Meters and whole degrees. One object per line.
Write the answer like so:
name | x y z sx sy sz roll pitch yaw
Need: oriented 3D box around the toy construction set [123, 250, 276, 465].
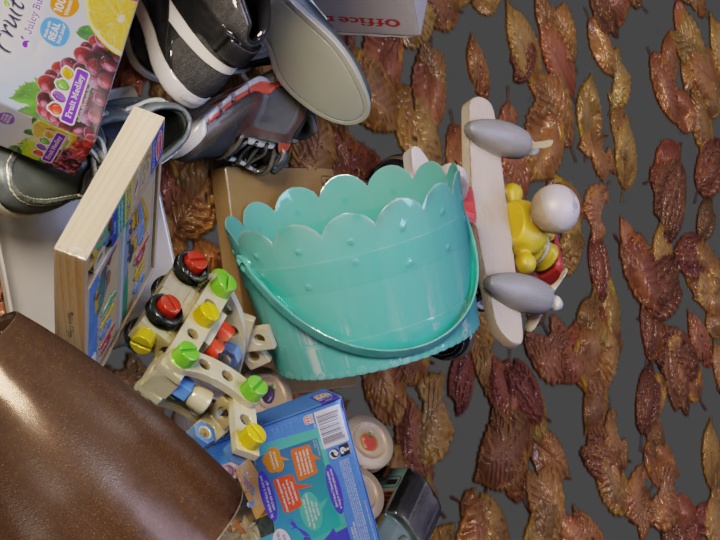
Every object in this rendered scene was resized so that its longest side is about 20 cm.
toy construction set | -0.115 0.063 1.624 0.131 0.092 0.200 39 21 -9

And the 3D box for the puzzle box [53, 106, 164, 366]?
puzzle box | -0.180 -0.009 1.511 0.200 0.025 0.133 102 10 -58

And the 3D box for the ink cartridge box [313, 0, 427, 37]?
ink cartridge box | -0.023 -0.290 1.792 0.200 0.145 0.084 75 23 -60

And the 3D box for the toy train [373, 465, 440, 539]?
toy train | -0.011 0.246 1.786 0.085 0.114 0.200 60 39 -28

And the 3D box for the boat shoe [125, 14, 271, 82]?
boat shoe | -0.119 -0.196 1.764 0.200 0.060 0.074 -6 89 -56

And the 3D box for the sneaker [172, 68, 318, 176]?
sneaker | -0.089 -0.117 1.767 0.200 0.077 0.082 -34 100 -53

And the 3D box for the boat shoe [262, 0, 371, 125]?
boat shoe | -0.052 -0.208 1.747 0.200 0.073 0.062 48 41 -22

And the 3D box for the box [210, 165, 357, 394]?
box | -0.065 0.009 1.836 0.163 0.021 0.200 -3 86 -56

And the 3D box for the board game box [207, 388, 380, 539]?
board game box | -0.092 0.197 1.644 0.200 0.045 0.152 -18 102 -19

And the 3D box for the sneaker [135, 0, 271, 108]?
sneaker | -0.130 -0.237 1.659 0.073 0.112 0.200 11 50 -58

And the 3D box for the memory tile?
memory tile | -0.066 0.156 1.722 0.200 0.017 0.153 25 54 -19

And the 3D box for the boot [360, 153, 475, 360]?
boot | 0.037 -0.004 1.920 0.151 0.073 0.200 -22 98 -68

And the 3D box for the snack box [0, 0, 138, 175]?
snack box | -0.240 -0.183 1.519 0.142 0.053 0.200 21 53 -14

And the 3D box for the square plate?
square plate | -0.220 -0.032 1.612 0.200 0.028 0.198 -20 101 -55

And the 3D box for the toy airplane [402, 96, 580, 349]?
toy airplane | 0.124 -0.048 1.885 0.200 0.141 0.199 68 23 -9

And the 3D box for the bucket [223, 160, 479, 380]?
bucket | 0.000 0.000 1.739 0.207 0.207 0.135 -31 110 -54

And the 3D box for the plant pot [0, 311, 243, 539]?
plant pot | -0.216 0.134 1.476 0.200 0.187 0.187 53 41 -13

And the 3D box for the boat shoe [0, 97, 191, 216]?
boat shoe | -0.200 -0.090 1.558 0.200 0.062 0.073 -26 105 -55
